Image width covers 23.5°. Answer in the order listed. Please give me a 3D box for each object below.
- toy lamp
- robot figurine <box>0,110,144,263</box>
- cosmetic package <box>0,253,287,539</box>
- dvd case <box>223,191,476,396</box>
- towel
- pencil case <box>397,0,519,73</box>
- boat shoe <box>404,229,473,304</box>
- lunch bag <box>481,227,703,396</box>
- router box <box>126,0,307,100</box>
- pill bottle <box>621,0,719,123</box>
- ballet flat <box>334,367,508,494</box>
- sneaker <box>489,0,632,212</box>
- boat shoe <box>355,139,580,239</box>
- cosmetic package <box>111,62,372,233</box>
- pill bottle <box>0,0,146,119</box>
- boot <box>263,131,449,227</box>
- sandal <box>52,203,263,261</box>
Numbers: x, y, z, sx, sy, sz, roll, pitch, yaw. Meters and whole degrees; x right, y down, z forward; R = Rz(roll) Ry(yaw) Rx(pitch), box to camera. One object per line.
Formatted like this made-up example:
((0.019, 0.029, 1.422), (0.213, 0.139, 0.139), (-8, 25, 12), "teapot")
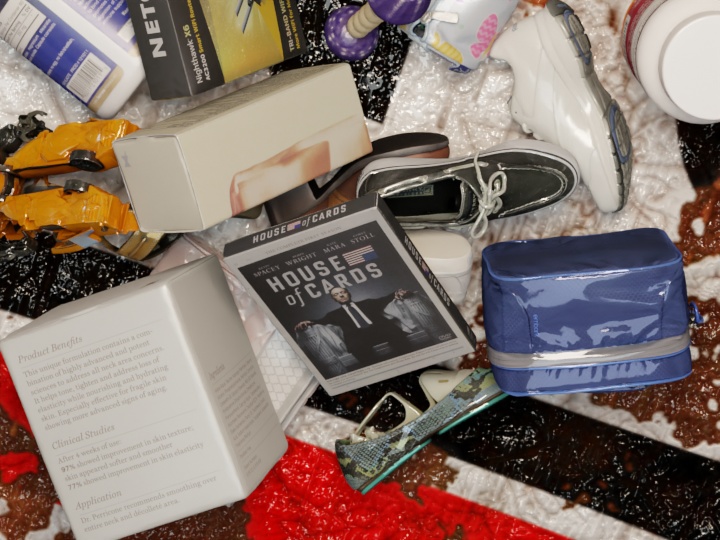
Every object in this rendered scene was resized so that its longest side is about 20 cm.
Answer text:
((0.017, -0.221, 1.467), (0.058, 0.200, 0.058), (2, 83, -13), "toy lamp")
((-0.276, -0.073, 1.545), (0.200, 0.058, 0.145), (-4, 68, 40), "robot figurine")
((-0.187, 0.113, 1.544), (0.167, 0.166, 0.200), (-18, 96, 14), "cosmetic package")
((-0.007, 0.025, 1.515), (0.150, 0.025, 0.200), (-18, 133, 20), "dvd case")
((-0.146, 0.095, 1.634), (0.191, 0.032, 0.200), (36, 104, 5), "towel")
((0.112, -0.274, 1.507), (0.083, 0.091, 0.200), (42, 106, 36), "pencil case")
((0.000, 0.000, 1.551), (0.200, 0.072, 0.069), (0, 120, -1), "boat shoe")
((0.211, 0.044, 1.568), (0.200, 0.136, 0.133), (-5, 106, 2), "lunch bag")
((-0.134, -0.262, 1.487), (0.052, 0.157, 0.200), (0, 110, 40), "router box")
((0.285, -0.187, 1.466), (0.113, 0.200, 0.113), (1, 106, 2), "pill bottle")
((0.059, 0.134, 1.638), (0.200, 0.074, 0.074), (-35, 101, 8), "ballet flat")
((0.185, -0.141, 1.561), (0.087, 0.075, 0.200), (-21, 100, 24), "sneaker")
((0.097, -0.069, 1.514), (0.199, 0.068, 0.074), (0, 118, -6), "boat shoe")
((-0.099, -0.107, 1.500), (0.200, 0.103, 0.087), (-26, 108, -36), "cosmetic package")
((-0.264, -0.236, 1.519), (0.200, 0.116, 0.116), (39, 104, -8), "pill bottle")
((0.027, -0.013, 1.595), (0.188, 0.068, 0.200), (-23, 104, 8), "boot")
((-0.186, -0.036, 1.583), (0.200, 0.080, 0.054), (-6, 91, 7), "sandal")
